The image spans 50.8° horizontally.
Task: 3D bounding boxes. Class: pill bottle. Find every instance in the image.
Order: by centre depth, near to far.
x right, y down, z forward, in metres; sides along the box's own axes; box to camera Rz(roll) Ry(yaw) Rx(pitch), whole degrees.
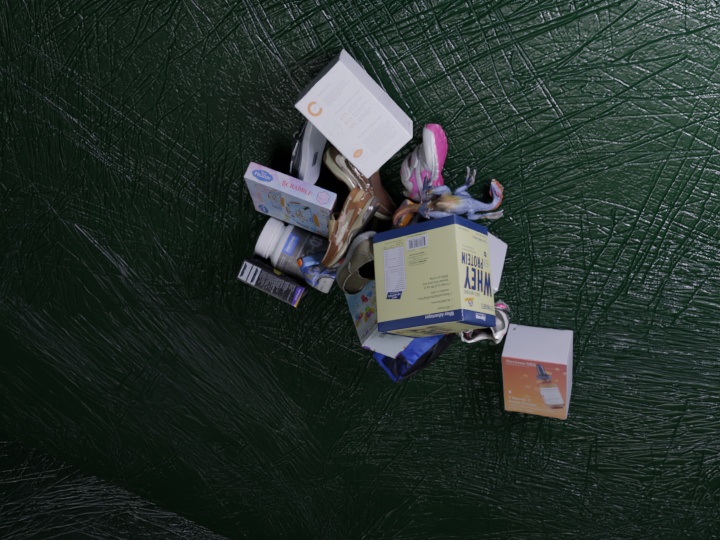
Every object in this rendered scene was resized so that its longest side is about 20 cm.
[{"bbox_3d":[-0.141,-0.040,1.785,0.198,0.114,0.114,26,137,-1],"label":"pill bottle"}]

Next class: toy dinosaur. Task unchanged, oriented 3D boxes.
[{"bbox_3d":[0.193,-0.144,1.514,0.180,0.106,0.199,5,171,-41],"label":"toy dinosaur"}]

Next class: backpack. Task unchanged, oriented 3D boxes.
[{"bbox_3d":[0.127,0.147,1.804,0.168,0.162,0.200,48,138,5],"label":"backpack"}]

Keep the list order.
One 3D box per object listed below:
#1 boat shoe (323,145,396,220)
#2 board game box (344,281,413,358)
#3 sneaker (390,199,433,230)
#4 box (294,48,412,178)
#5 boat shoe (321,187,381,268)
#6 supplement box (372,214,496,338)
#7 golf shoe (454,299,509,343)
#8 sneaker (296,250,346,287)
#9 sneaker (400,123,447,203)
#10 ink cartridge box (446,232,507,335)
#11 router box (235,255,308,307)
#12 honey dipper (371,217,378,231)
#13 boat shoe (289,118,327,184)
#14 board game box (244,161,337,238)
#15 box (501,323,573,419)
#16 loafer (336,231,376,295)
[{"bbox_3d":[0.013,-0.191,1.598,0.202,0.075,0.075,42,126,-18],"label":"boat shoe"},{"bbox_3d":[0.046,0.081,1.714,0.102,0.201,0.105,23,120,-33],"label":"board game box"},{"bbox_3d":[0.104,-0.084,1.630,0.076,0.079,0.200,15,162,-6],"label":"sneaker"},{"bbox_3d":[-0.010,-0.300,1.457,0.124,0.098,0.200,-39,109,22],"label":"box"},{"bbox_3d":[-0.032,-0.094,1.601,0.074,0.076,0.201,38,122,4],"label":"boat shoe"},{"bbox_3d":[0.143,0.019,1.495,0.199,0.202,0.134,-12,165,36],"label":"supplement box"},{"bbox_3d":[0.206,0.099,1.561,0.198,0.089,0.078,2,137,20],"label":"golf shoe"},{"bbox_3d":[-0.040,-0.016,1.701,0.198,0.075,0.079,-15,93,6],"label":"sneaker"},{"bbox_3d":[0.122,-0.207,1.523,0.087,0.082,0.201,13,135,11],"label":"sneaker"},{"bbox_3d":[0.223,0.025,1.650,0.082,0.146,0.200,31,138,-10],"label":"ink cartridge box"},{"bbox_3d":[-0.201,0.021,1.825,0.156,0.200,0.053,25,95,1],"label":"router box"},{"bbox_3d":[0.029,-0.069,1.738,0.038,0.038,0.201,17,132,9],"label":"honey dipper"},{"bbox_3d":[-0.113,-0.268,1.588,0.068,0.072,0.201,36,138,21],"label":"boat shoe"},{"bbox_3d":[-0.147,-0.150,1.673,0.198,0.041,0.200,21,165,5],"label":"board game box"},{"bbox_3d":[0.419,0.239,1.794,0.151,0.107,0.201,5,134,21],"label":"box"},{"bbox_3d":[0.000,0.000,1.610,0.070,0.075,0.201,63,156,26],"label":"loafer"}]
